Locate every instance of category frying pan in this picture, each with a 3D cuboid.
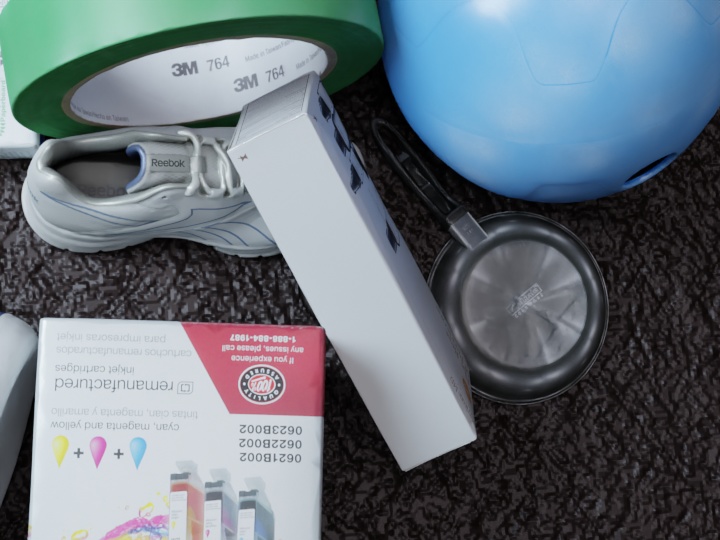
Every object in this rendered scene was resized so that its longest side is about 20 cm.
[{"bbox_3d":[0.085,-0.015,0.834,0.114,0.031,0.192,-15,86,-10],"label":"frying pan"}]

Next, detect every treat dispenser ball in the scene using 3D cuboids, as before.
[{"bbox_3d":[0.108,-0.138,0.767,0.198,0.201,0.204,1,81,-7],"label":"treat dispenser ball"}]

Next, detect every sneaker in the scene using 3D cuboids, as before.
[{"bbox_3d":[-0.092,-0.048,0.785,0.197,0.087,0.075,-7,80,-9],"label":"sneaker"}]

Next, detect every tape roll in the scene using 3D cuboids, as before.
[{"bbox_3d":[-0.088,-0.120,0.739,0.198,0.200,0.049,-11,82,-9],"label":"tape roll"}]

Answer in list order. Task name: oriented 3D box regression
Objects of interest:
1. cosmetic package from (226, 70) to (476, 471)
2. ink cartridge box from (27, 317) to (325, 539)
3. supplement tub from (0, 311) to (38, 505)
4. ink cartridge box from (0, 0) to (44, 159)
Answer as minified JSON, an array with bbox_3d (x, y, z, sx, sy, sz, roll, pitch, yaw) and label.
[{"bbox_3d":[0.000,0.000,0.748,0.050,0.083,0.201,-23,111,13],"label":"cosmetic package"},{"bbox_3d":[-0.095,0.134,0.725,0.143,0.145,0.203,2,81,-7],"label":"ink cartridge box"},{"bbox_3d":[-0.278,0.068,0.713,0.198,0.144,0.146,18,79,-4],"label":"supplement tub"},{"bbox_3d":[-0.282,-0.162,0.803,0.197,0.041,0.202,0,81,-7],"label":"ink cartridge box"}]
